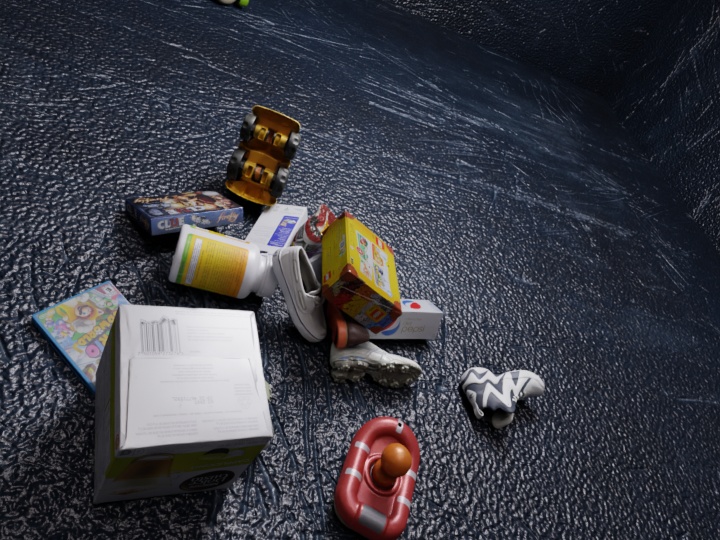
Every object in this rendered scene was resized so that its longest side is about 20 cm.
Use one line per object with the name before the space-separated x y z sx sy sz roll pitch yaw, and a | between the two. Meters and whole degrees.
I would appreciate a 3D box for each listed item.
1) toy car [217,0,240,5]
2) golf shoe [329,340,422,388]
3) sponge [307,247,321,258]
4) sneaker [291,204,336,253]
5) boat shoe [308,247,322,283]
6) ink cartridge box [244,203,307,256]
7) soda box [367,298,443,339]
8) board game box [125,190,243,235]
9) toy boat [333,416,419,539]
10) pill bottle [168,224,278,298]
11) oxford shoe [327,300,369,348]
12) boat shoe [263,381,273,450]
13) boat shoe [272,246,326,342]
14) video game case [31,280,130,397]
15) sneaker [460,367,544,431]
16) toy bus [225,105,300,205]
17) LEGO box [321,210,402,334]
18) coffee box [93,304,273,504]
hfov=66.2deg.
toy car | -0.496 -1.029 1.953 0.162 0.161 0.199 2 19 -35
golf shoe | 0.032 0.175 1.109 0.197 0.079 0.098 13 38 -23
sponge | -0.084 -0.013 1.252 0.197 0.030 0.112 26 41 -8
sneaker | -0.100 -0.091 1.239 0.078 0.082 0.200 53 22 -2
boat shoe | -0.063 -0.030 1.211 0.199 0.073 0.065 -32 38 -32
ink cartridge box | -0.190 -0.077 1.216 0.097 0.040 0.201 8 39 10
soda box | 0.078 0.104 1.196 0.197 0.069 0.064 4 21 -29
board game box | -0.361 -0.123 1.139 0.198 0.035 0.135 -14 31 -40
toy boat | 0.043 0.330 0.914 0.129 0.132 0.201 28 40 -4
pill bottle | -0.260 -0.009 1.073 0.197 0.112 0.112 16 43 -19
oxford shoe | -0.028 0.091 1.128 0.071 0.072 0.201 1 31 -12
boat shoe | -0.182 0.207 0.940 0.061 0.073 0.202 -6 50 -33
boat shoe | -0.101 0.046 1.068 0.072 0.065 0.203 -43 117 -58
video game case | -0.421 0.116 0.919 0.200 0.018 0.143 43 41 12
sneaker | 0.316 0.283 1.175 0.196 0.080 0.131 13 45 -21
toy bus | -0.218 -0.270 1.300 0.133 0.203 0.192 20 12 -6
LEGO box | 0.000 0.000 1.095 0.148 0.077 0.202 38 28 -28
coffee box | -0.263 0.192 0.794 0.197 0.198 0.203 7 49 -33
